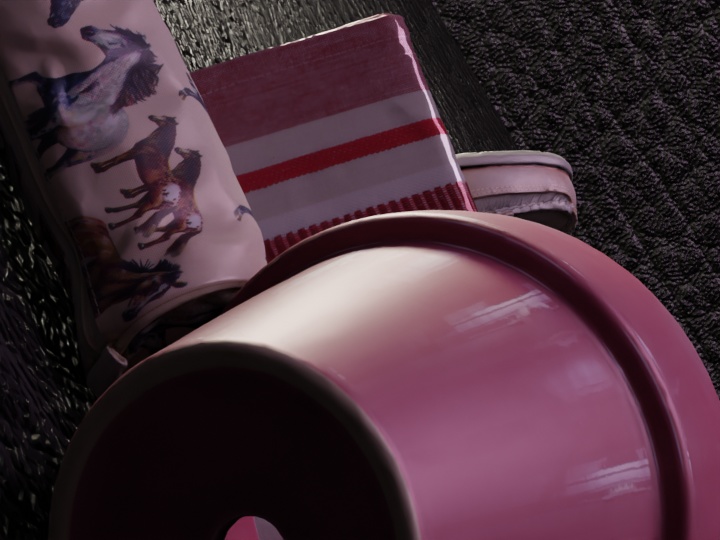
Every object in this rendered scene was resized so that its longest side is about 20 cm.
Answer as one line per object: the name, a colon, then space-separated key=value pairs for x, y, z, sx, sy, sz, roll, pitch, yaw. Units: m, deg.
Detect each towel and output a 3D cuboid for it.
towel: x=-0.017 y=0.006 z=0.906 sx=0.023 sy=0.143 sz=0.201 roll=109 pitch=-37 yaw=-72

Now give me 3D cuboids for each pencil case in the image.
pencil case: x=-0.102 y=-0.050 z=0.856 sx=0.201 sy=0.089 sz=0.078 roll=65 pitch=-33 yaw=17

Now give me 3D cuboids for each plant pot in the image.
plant pot: x=0.001 y=0.080 z=0.738 sx=0.179 sy=0.200 sz=0.201 roll=-3 pitch=63 yaw=-63

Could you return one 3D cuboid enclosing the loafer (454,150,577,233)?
loafer: x=0.000 y=0.000 z=0.954 sx=0.072 sy=0.199 sz=0.063 roll=104 pitch=-27 yaw=-61
